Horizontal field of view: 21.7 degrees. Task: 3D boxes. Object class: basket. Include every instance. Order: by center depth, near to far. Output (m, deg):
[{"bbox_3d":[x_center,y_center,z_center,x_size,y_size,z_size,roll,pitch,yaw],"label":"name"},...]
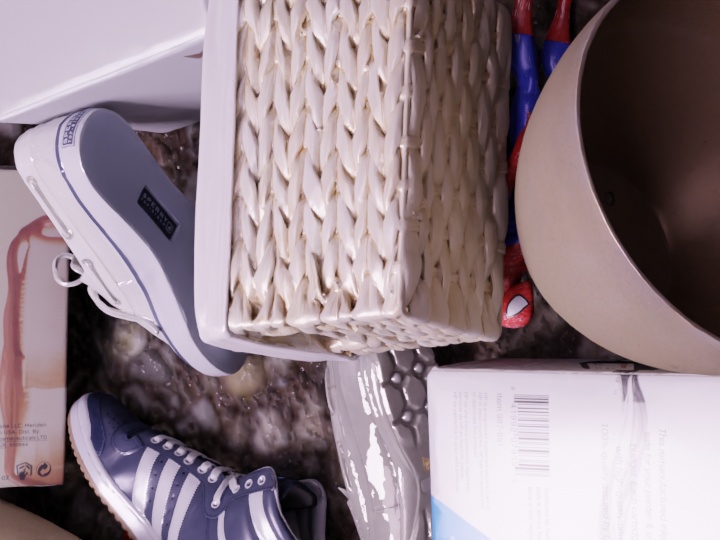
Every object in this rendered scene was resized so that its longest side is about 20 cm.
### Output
[{"bbox_3d":[0.001,-0.056,0.978,0.123,0.135,0.201,-1,82,29],"label":"basket"}]

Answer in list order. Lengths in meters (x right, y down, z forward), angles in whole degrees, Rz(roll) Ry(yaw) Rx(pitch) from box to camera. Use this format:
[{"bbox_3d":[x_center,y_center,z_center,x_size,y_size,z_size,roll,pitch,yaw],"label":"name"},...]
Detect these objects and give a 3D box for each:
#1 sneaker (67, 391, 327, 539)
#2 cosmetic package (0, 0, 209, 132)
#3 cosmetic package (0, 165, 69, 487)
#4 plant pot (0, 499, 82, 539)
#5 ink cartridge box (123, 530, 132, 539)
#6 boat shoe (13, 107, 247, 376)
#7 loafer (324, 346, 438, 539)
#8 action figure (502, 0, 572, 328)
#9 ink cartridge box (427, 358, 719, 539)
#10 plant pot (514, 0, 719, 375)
[{"bbox_3d":[-0.095,0.130,1.154,0.108,0.070,0.200,-44,63,14],"label":"sneaker"},{"bbox_3d":[-0.123,-0.201,1.094,0.166,0.167,0.201,-17,83,30],"label":"cosmetic package"},{"bbox_3d":[-0.240,0.032,1.203,0.103,0.087,0.201,-166,77,-65],"label":"cosmetic package"},{"bbox_3d":[-0.219,0.223,1.152,0.199,0.187,0.189,0,92,35],"label":"plant pot"},{"bbox_3d":[-0.109,0.276,1.181,0.162,0.057,0.201,10,102,30],"label":"ink cartridge box"},{"bbox_3d":[-0.144,-0.010,1.123,0.086,0.202,0.075,-6,47,33],"label":"boat shoe"},{"bbox_3d":[0.024,0.128,1.087,0.070,0.070,0.201,-5,96,54],"label":"loafer"},{"bbox_3d":[0.098,-0.067,1.030,0.052,0.065,0.201,16,99,40],"label":"action figure"},{"bbox_3d":[0.143,0.122,1.002,0.199,0.084,0.146,0,92,31],"label":"ink cartridge box"},{"bbox_3d":[0.155,-0.032,0.945,0.134,0.199,0.201,-35,73,56],"label":"plant pot"}]
